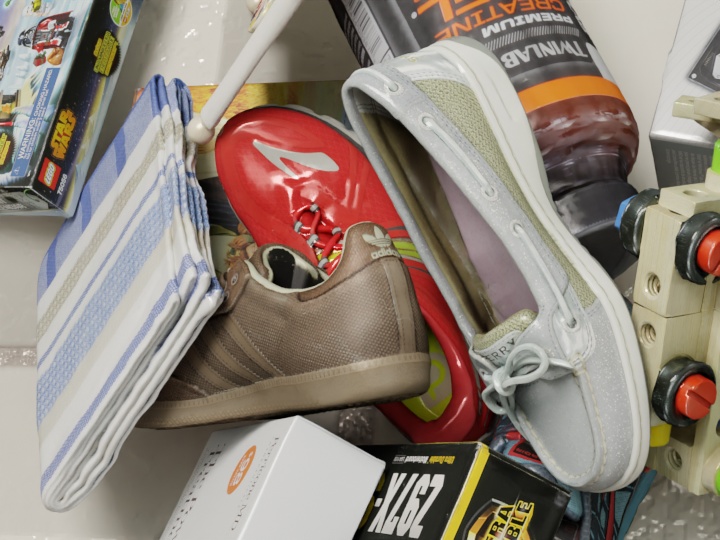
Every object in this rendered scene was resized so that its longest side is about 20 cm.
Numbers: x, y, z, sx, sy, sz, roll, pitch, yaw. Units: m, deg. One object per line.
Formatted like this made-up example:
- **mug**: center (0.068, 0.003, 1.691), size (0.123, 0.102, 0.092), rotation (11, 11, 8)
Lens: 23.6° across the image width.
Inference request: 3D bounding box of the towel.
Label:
- **towel**: center (-0.116, 0.005, 0.832), size (0.147, 0.024, 0.201), rotation (-54, 28, 23)

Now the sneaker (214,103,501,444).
- **sneaker**: center (0.000, 0.000, 0.807), size (0.077, 0.085, 0.200), rotation (-39, 83, 8)

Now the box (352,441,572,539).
- **box**: center (0.003, 0.154, 0.724), size (0.049, 0.200, 0.161), rotation (29, 77, -12)

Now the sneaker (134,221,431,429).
- **sneaker**: center (-0.041, 0.028, 0.772), size (0.199, 0.070, 0.076), rotation (-12, 82, 47)

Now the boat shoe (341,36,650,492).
- **boat shoe**: center (0.056, 0.002, 0.718), size (0.064, 0.074, 0.204), rotation (-20, 87, -34)

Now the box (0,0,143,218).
- **box**: center (-0.191, -0.128, 0.957), size (0.136, 0.040, 0.202), rotation (1, 66, 34)

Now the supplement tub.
- **supplement tub**: center (0.065, -0.084, 0.820), size (0.106, 0.107, 0.201), rotation (-27, 65, 2)

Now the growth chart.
- **growth chart**: center (-0.034, -0.147, 0.856), size (0.018, 0.145, 0.201), rotation (31, 31, -10)

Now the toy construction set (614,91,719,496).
- **toy construction set**: center (0.164, 0.012, 0.745), size (0.092, 0.130, 0.202), rotation (7, 102, 56)

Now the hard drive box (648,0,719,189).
- **hard drive box**: center (0.255, -0.101, 0.831), size (0.198, 0.077, 0.157), rotation (11, 71, 18)

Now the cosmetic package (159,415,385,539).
- **cosmetic package**: center (-0.072, 0.167, 0.762), size (0.051, 0.151, 0.201), rotation (30, 74, -15)

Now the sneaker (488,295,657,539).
- **sneaker**: center (0.094, 0.092, 0.780), size (0.079, 0.096, 0.202), rotation (7, 70, 16)

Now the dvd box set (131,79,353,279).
- **dvd box set**: center (-0.030, -0.029, 0.898), size (0.198, 0.029, 0.148), rotation (0, 70, 14)
